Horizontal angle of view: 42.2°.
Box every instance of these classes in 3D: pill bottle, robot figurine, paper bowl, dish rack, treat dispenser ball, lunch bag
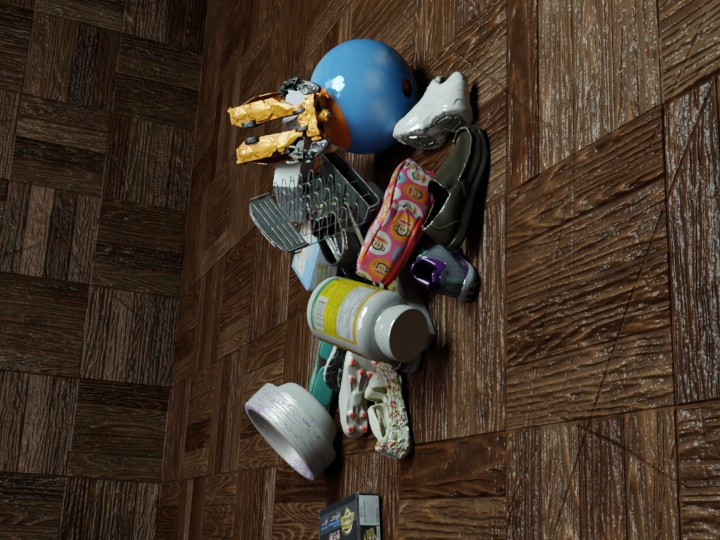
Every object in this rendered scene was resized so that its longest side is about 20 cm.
[{"bbox_3d":[0.013,0.081,1.489,0.198,0.111,0.115,15,96,50],"label":"pill bottle"},{"bbox_3d":[-0.133,-0.252,1.620,0.197,0.058,0.148,-8,95,26],"label":"robot figurine"},{"bbox_3d":[-0.125,0.301,1.817,0.104,0.201,0.200,-44,12,-19],"label":"paper bowl"},{"bbox_3d":[-0.084,-0.111,1.578,0.154,0.198,0.055,48,148,33],"label":"dish rack"},{"bbox_3d":[0.005,-0.311,1.679,0.200,0.197,0.205,-171,90,-68],"label":"treat dispenser ball"},{"bbox_3d":[0.054,-0.071,1.547,0.177,0.081,0.201,-60,6,40],"label":"lunch bag"}]

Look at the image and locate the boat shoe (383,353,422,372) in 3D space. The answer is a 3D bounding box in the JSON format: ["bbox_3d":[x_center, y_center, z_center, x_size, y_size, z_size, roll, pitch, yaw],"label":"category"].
[{"bbox_3d":[0.042,0.100,1.596,0.200,0.071,0.073,-127,52,-60],"label":"boat shoe"}]

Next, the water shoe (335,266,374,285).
[{"bbox_3d":[0.000,0.000,1.663,0.071,0.078,0.202,-22,37,61],"label":"water shoe"}]

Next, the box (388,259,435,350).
[{"bbox_3d":[0.079,0.048,1.569,0.202,0.041,0.039,-107,34,-46],"label":"box"}]

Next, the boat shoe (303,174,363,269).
[{"bbox_3d":[-0.056,-0.091,1.641,0.074,0.062,0.204,-45,57,33],"label":"boat shoe"}]

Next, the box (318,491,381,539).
[{"bbox_3d":[-0.020,0.507,1.633,0.200,0.049,0.202,136,138,-58],"label":"box"}]

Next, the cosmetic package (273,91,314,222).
[{"bbox_3d":[-0.119,-0.213,1.743,0.151,0.051,0.204,90,-174,-69],"label":"cosmetic package"}]

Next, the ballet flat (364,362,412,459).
[{"bbox_3d":[0.041,0.223,1.565,0.202,0.063,0.076,-102,29,-43],"label":"ballet flat"}]

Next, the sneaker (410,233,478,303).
[{"bbox_3d":[0.109,-0.020,1.454,0.200,0.086,0.076,-127,50,-61],"label":"sneaker"}]

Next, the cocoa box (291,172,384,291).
[{"bbox_3d":[-0.037,-0.066,1.782,0.133,0.129,0.203,-131,53,-62],"label":"cocoa box"}]

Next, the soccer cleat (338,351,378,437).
[{"bbox_3d":[-0.008,0.201,1.696,0.077,0.068,0.204,-155,72,-70],"label":"soccer cleat"}]

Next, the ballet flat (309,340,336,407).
[{"bbox_3d":[-0.059,0.171,1.838,0.071,0.066,0.203,-102,29,-68],"label":"ballet flat"}]

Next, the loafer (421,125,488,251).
[{"bbox_3d":[0.141,-0.134,1.420,0.073,0.070,0.204,-25,49,64],"label":"loafer"}]

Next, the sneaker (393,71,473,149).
[{"bbox_3d":[0.125,-0.267,1.550,0.199,0.077,0.101,-17,59,57],"label":"sneaker"}]

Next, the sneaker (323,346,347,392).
[{"bbox_3d":[-0.017,0.125,1.743,0.080,0.073,0.203,-82,14,-69],"label":"sneaker"}]
